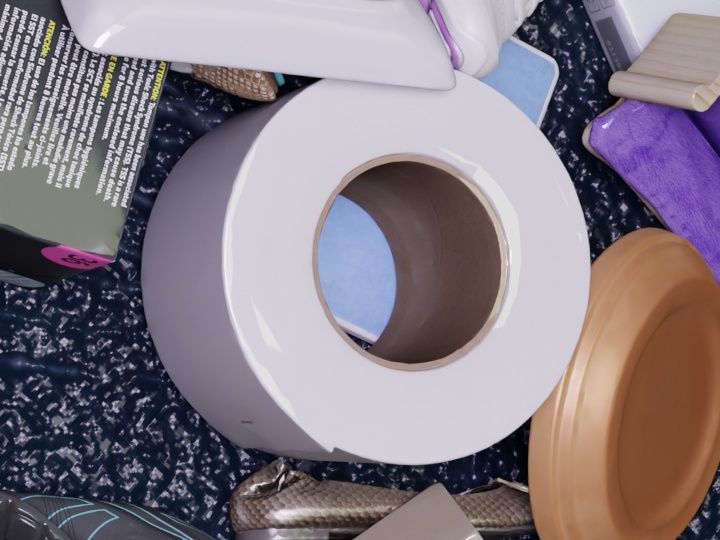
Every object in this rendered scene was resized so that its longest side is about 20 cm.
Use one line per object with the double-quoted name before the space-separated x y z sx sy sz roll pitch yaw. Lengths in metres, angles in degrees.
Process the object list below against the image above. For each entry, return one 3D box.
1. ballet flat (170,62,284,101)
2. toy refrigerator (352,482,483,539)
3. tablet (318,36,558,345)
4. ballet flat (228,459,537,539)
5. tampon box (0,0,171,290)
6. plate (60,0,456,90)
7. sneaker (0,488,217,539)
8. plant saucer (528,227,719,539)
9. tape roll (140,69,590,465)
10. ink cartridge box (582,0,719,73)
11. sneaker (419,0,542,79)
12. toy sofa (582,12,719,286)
"ballet flat" -0.108 -0.150 1.069 0.065 0.071 0.200 -27 58 -8
"toy refrigerator" -0.015 0.203 1.070 0.200 0.076 0.070 -34 110 -4
"tablet" 0.029 -0.057 1.177 0.130 0.014 0.200 25 77 -19
"ballet flat" 0.024 0.127 1.137 0.200 0.067 0.046 1 75 -18
"tampon box" -0.214 -0.083 1.003 0.200 0.150 0.127 19 77 -20
"plate" -0.064 -0.170 1.022 0.199 0.032 0.200 3 43 -28
"sneaker" -0.142 0.153 1.062 0.200 0.079 0.076 19 104 -1
"plant saucer" 0.159 0.077 1.151 0.200 0.037 0.201 -22 118 -50
"tape roll" 0.000 0.000 1.079 0.202 0.139 0.203 1 86 -22
"ink cartridge box" 0.218 -0.206 1.251 0.200 0.057 0.163 -26 96 -18
"sneaker" 0.076 -0.171 1.110 0.099 0.200 0.075 -6 125 9
"toy sofa" 0.226 -0.047 1.194 0.098 0.083 0.200 -49 119 -12
